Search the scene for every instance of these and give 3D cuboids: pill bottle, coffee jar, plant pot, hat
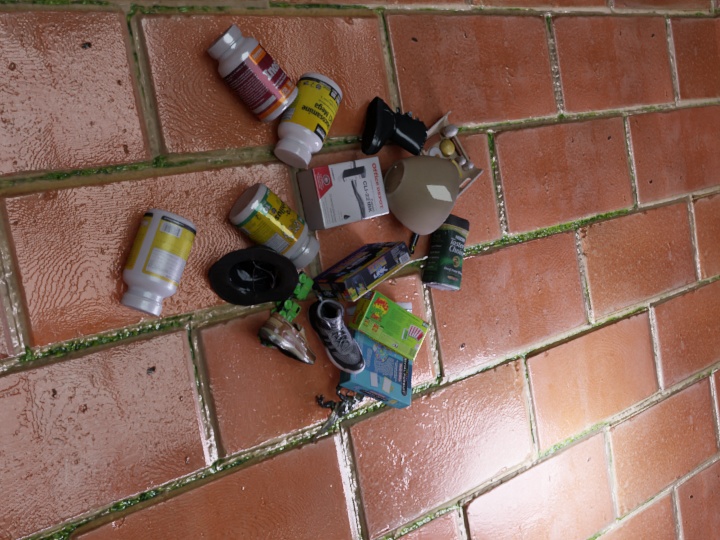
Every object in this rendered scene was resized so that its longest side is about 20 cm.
[{"bbox_3d":[-0.125,-0.347,1.616,0.112,0.112,0.202,29,73,-30],"label":"pill bottle"},{"bbox_3d":[0.232,-0.052,1.868,0.103,0.085,0.203,15,80,-33],"label":"coffee jar"},{"bbox_3d":[-0.416,-0.015,1.412,0.111,0.112,0.202,24,76,-31],"label":"pill bottle"},{"bbox_3d":[0.134,-0.207,1.740,0.133,0.200,0.203,21,77,-28],"label":"plant pot"},{"bbox_3d":[-0.241,-0.438,1.539,0.200,0.112,0.113,46,66,-25],"label":"pill bottle"},{"bbox_3d":[-0.189,-0.094,1.567,0.200,0.112,0.113,42,67,-25],"label":"pill bottle"},{"bbox_3d":[-0.233,-0.008,1.529,0.199,0.200,0.082,26,41,-30],"label":"hat"}]

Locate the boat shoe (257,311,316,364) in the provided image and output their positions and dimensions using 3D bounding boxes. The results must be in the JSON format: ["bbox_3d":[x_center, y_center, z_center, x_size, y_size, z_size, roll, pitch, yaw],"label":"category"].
[{"bbox_3d":[-0.153,0.155,1.575,0.075,0.075,0.200,-65,147,-15],"label":"boat shoe"}]

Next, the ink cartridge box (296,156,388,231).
[{"bbox_3d":[-0.040,-0.188,1.687,0.198,0.083,0.146,-17,98,-34],"label":"ink cartridge box"}]

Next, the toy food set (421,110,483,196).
[{"bbox_3d":[0.249,-0.316,1.900,0.143,0.060,0.201,-45,112,-27],"label":"toy food set"}]

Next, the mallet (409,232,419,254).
[{"bbox_3d":[0.174,-0.138,1.863,0.065,0.041,0.203,16,84,-29],"label":"mallet"}]

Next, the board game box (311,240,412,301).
[{"bbox_3d":[0.000,0.000,1.661,0.199,0.165,0.057,-34,108,-30],"label":"board game box"}]

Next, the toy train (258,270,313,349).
[{"bbox_3d":[-0.172,0.094,1.619,0.056,0.041,0.202,42,68,-40],"label":"toy train"}]

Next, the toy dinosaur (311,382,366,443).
[{"bbox_3d":[-0.058,0.327,1.689,0.199,0.047,0.089,-37,116,-25],"label":"toy dinosaur"}]

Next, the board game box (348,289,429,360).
[{"bbox_3d":[0.072,0.134,1.700,0.199,0.047,0.103,32,78,-34],"label":"board game box"}]

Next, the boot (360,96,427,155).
[{"bbox_3d":[0.088,-0.338,1.751,0.161,0.073,0.200,27,48,-24],"label":"boot"}]

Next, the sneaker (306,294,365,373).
[{"bbox_3d":[-0.054,0.146,1.611,0.075,0.114,0.201,-32,76,-20],"label":"sneaker"}]

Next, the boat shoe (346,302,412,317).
[{"bbox_3d":[0.051,0.117,1.754,0.198,0.071,0.067,0,84,-42],"label":"boat shoe"}]

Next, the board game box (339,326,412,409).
[{"bbox_3d":[0.043,0.241,1.727,0.199,0.047,0.153,28,53,-31],"label":"board game box"}]
